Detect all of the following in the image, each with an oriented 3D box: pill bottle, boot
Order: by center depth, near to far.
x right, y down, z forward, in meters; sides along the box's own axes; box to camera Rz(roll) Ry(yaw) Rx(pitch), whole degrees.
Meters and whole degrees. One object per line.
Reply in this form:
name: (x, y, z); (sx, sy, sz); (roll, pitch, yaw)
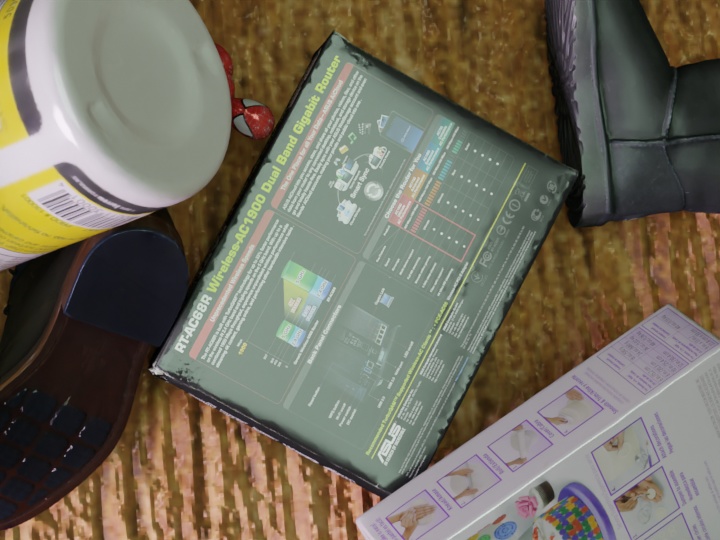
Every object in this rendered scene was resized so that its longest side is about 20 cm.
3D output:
pill bottle: (-0.167, -0.061, 0.788); (0.114, 0.199, 0.115); (25, 56, -46)
boot: (-0.151, 0.039, 0.864); (0.075, 0.097, 0.200); (28, 112, -25)
boot: (0.206, -0.112, 0.921); (0.199, 0.066, 0.166); (-6, 97, -6)

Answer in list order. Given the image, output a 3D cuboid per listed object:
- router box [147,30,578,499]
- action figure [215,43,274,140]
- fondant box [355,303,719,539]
router box: (0.000, 0.000, 0.885); (0.149, 0.062, 0.201); (29, 83, -7)
action figure: (-0.135, -0.114, 0.865); (0.199, 0.052, 0.066); (25, 79, -1)
fondant box: (0.115, 0.132, 0.868); (0.200, 0.058, 0.145); (-34, 123, -10)
